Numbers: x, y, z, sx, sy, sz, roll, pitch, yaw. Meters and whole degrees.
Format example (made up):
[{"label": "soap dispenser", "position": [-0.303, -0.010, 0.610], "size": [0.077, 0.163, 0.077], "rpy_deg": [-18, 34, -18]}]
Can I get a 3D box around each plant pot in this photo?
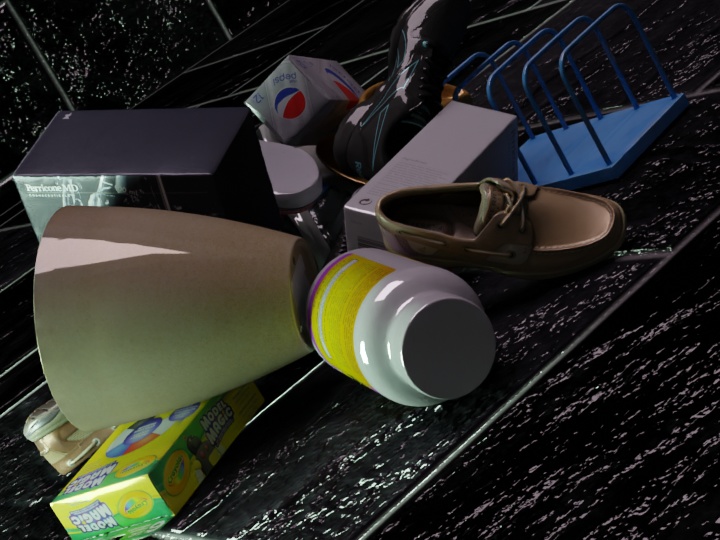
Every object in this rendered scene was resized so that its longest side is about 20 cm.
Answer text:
[{"label": "plant pot", "position": [-0.138, 0.030, 1.448], "size": [0.198, 0.189, 0.188], "rpy_deg": [-6, 22, 15]}]

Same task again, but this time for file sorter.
[{"label": "file sorter", "position": [0.174, -0.152, 1.656], "size": [0.199, 0.123, 0.139], "rpy_deg": [-13, 24, 48]}]

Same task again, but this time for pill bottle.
[{"label": "pill bottle", "position": [0.032, 0.044, 1.336], "size": [0.104, 0.105, 0.200], "rpy_deg": [-33, 15, -11]}]

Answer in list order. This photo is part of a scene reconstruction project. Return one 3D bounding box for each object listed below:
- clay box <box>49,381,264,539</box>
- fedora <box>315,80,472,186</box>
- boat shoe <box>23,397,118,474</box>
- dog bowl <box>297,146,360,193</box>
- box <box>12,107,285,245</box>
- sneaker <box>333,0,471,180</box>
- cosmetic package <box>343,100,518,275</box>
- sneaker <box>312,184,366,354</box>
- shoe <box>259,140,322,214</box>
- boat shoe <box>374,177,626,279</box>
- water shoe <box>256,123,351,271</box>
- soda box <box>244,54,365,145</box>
[{"label": "clay box", "position": [-0.173, 0.158, 1.472], "size": [0.114, 0.048, 0.200], "rpy_deg": [-20, 18, 32]}, {"label": "fedora", "position": [0.054, -0.141, 1.774], "size": [0.198, 0.083, 0.201], "rpy_deg": [4, 25, -2]}, {"label": "boat shoe", "position": [-0.211, 0.119, 1.629], "size": [0.199, 0.072, 0.076], "rpy_deg": [-30, 7, 3]}, {"label": "dog bowl", "position": [-0.035, -0.097, 1.879], "size": [0.198, 0.059, 0.200], "rpy_deg": [-4, 18, 1]}, {"label": "box", "position": [-0.180, -0.042, 1.584], "size": [0.198, 0.183, 0.104], "rpy_deg": [0, 38, 21]}, {"label": "sneaker", "position": [0.055, -0.167, 1.634], "size": [0.079, 0.075, 0.201], "rpy_deg": [30, 91, 50]}, {"label": "cosmetic package", "position": [0.066, -0.056, 1.564], "size": [0.071, 0.102, 0.200], "rpy_deg": [15, 39, 26]}, {"label": "sneaker", "position": [-0.003, -0.001, 1.625], "size": [0.104, 0.060, 0.201], "rpy_deg": [84, -152, -68]}, {"label": "shoe", "position": [-0.097, -0.069, 1.685], "size": [0.071, 0.092, 0.199], "rpy_deg": [-32, 34, -28]}, {"label": "boat shoe", "position": [0.110, -0.039, 1.401], "size": [0.198, 0.065, 0.073], "rpy_deg": [1, 65, 14]}, {"label": "water shoe", "position": [-0.050, -0.063, 1.747], "size": [0.078, 0.201, 0.072], "rpy_deg": [-7, -36, -24]}, {"label": "soda box", "position": [-0.048, -0.172, 1.801], "size": [0.068, 0.063, 0.200], "rpy_deg": [-45, -6, 12]}]
